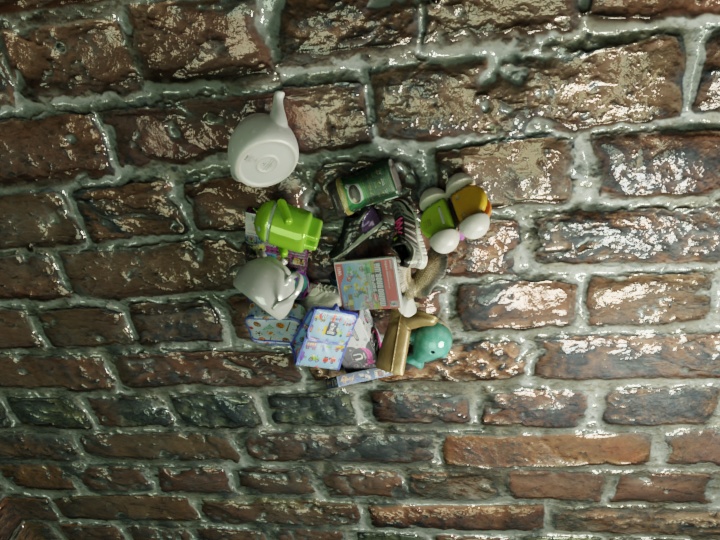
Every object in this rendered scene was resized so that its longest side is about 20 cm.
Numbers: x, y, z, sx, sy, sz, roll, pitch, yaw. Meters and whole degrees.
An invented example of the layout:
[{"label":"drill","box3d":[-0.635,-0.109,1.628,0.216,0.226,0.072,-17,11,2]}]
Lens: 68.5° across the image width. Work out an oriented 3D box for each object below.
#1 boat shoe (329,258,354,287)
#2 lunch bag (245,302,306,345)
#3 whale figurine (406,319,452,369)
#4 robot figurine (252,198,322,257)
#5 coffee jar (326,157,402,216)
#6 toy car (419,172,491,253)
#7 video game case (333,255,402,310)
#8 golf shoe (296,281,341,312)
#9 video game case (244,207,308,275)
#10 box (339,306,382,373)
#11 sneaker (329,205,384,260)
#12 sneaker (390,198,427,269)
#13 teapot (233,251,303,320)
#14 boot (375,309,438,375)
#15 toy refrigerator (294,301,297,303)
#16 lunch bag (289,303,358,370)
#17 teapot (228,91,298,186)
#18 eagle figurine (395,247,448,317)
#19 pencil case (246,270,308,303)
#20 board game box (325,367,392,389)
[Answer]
[{"label":"boat shoe","box3d":[0.000,0.000,1.583,0.192,0.086,0.070,-10,142,-3]},{"label":"lunch bag","box3d":[-0.249,0.171,1.627,0.191,0.077,0.164,4,138,7]},{"label":"whale figurine","box3d":[0.212,0.251,1.694,0.155,0.105,0.202,27,122,-11]},{"label":"robot figurine","box3d":[-0.205,-0.122,1.463,0.193,0.119,0.177,17,148,-3]},{"label":"coffee jar","box3d":[0.009,-0.221,1.423,0.193,0.086,0.108,-17,105,18]},{"label":"toy car","box3d":[0.259,-0.143,1.418,0.195,0.181,0.149,-26,154,23]},{"label":"video game case","box3d":[0.021,0.039,1.508,0.193,0.017,0.149,-4,102,29]},{"label":"golf shoe","box3d":[-0.117,0.075,1.648,0.193,0.076,0.094,-17,117,17]},{"label":"video game case","box3d":[-0.249,-0.084,1.582,0.192,0.036,0.187,9,124,2]},{"label":"box","box3d":[-0.017,0.208,1.693,0.128,0.116,0.205,-14,121,17]},{"label":"sneaker","box3d":[-0.027,-0.115,1.523,0.197,0.076,0.089,-36,98,23]},{"label":"sneaker","box3d":[0.116,-0.097,1.442,0.073,0.085,0.207,-29,76,56]},{"label":"teapot","box3d":[-0.250,0.031,1.483,0.197,0.198,0.148,36,82,5]},{"label":"boot","box3d":[0.144,0.220,1.629,0.170,0.065,0.208,11,86,33]},{"label":"toy refrigerator","box3d":[-0.198,0.162,1.713,0.194,0.077,0.071,25,124,-9]},{"label":"lunch bag","box3d":[-0.102,0.179,1.552,0.146,0.095,0.205,11,119,-27]},{"label":"teapot","box3d":[-0.259,-0.324,1.359,0.193,0.150,0.199,-20,153,-7]},{"label":"eagle figurine","box3d":[0.149,0.015,1.532,0.150,0.150,0.204,40,123,23]},{"label":"pencil case","box3d":[-0.257,0.057,1.626,0.193,0.086,0.095,-7,116,27]},{"label":"board game box","box3d":[-0.006,0.350,1.738,0.193,0.036,0.135,-8,168,-22]}]
